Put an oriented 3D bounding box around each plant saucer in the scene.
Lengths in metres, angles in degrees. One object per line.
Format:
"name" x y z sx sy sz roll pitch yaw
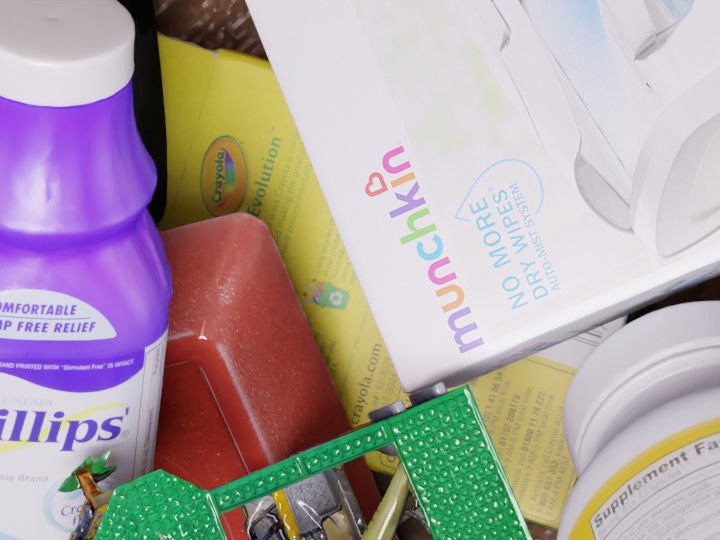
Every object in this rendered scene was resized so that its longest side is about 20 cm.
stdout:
"plant saucer" -0.095 0.092 0.872 0.199 0.037 0.200 -14 123 12

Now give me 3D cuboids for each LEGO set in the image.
"LEGO set" -0.010 0.129 0.768 0.154 0.116 0.200 -31 90 -22

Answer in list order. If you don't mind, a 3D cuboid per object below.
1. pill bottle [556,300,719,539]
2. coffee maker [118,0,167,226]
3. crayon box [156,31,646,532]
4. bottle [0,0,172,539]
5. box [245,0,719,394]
"pill bottle" 0.119 0.103 0.728 0.112 0.200 0.112 -6 130 -7
"coffee maker" -0.170 -0.066 0.859 0.199 0.192 0.135 -6 108 8
"crayon box" 0.000 0.000 0.898 0.199 0.051 0.127 18 94 11
"bottle" -0.098 0.012 0.756 0.083 0.065 0.200 3 125 -10
"box" 0.062 -0.085 0.809 0.176 0.097 0.201 -22 85 10
